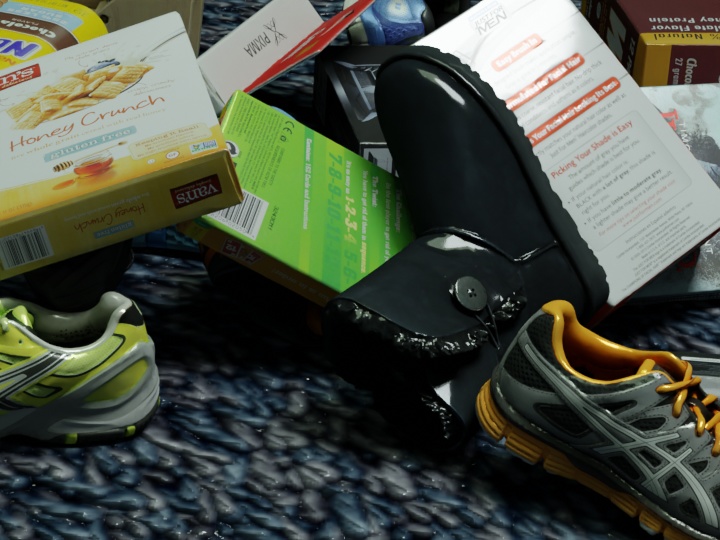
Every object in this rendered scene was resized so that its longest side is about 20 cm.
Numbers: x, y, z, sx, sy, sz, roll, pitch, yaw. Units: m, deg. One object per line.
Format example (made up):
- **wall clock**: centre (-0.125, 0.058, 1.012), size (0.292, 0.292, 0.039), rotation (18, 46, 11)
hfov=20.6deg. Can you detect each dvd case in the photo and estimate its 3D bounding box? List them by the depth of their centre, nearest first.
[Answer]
- **dvd case**: centre (0.193, -0.050, 1.273), size (0.199, 0.147, 0.022), rotation (-3, -18, -15)

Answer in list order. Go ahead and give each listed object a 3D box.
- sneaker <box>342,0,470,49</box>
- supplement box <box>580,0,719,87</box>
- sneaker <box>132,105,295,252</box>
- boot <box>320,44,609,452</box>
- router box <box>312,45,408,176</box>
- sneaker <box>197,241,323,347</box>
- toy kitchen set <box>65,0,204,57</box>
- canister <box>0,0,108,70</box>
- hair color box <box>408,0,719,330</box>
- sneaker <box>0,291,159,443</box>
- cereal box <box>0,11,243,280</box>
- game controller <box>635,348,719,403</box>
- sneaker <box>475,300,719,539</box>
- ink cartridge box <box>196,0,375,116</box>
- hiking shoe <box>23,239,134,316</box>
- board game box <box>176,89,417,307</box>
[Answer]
- **sneaker**: centre (0.052, -0.211, 1.603), size (0.089, 0.079, 0.200), rotation (-7, 22, 17)
- **supplement box**: centre (0.270, -0.134, 1.432), size (0.196, 0.134, 0.200), rotation (0, 26, -7)
- **sneaker**: centre (-0.120, -0.071, 1.324), size (0.199, 0.080, 0.131), rotation (15, 29, 3)
- **boot**: centre (0.036, -0.016, 1.111), size (0.168, 0.201, 0.076), rotation (-35, 0, -41)
- **router box**: centre (0.056, -0.108, 1.446), size (0.156, 0.053, 0.200), rotation (-1, 26, -10)
- **sneaker**: centre (0.000, 0.000, 1.213), size (0.198, 0.078, 0.112), rotation (-1, 37, -6)
- **toy kitchen set**: centre (-0.220, -0.266, 1.589), size (0.198, 0.182, 0.163), rotation (8, 25, 0)
- **canister**: centre (-0.280, -0.136, 1.429), size (0.147, 0.087, 0.200), rotation (10, 25, 12)
- **hair color box**: centre (0.123, -0.076, 1.221), size (0.111, 0.064, 0.200), rotation (-34, 83, -21)
- **sneaker**: centre (-0.208, 0.052, 1.063), size (0.199, 0.077, 0.075), rotation (-8, 30, -19)
- **cereal box**: centre (-0.153, -0.076, 1.126), size (0.143, 0.040, 0.200), rotation (-19, 32, -4)
- **game controller**: centre (0.201, 0.073, 1.122), size (0.198, 0.042, 0.104), rotation (5, 12, 2)
- **sneaker**: centre (0.158, 0.085, 1.018), size (0.199, 0.078, 0.078), rotation (24, 27, 9)
- **ink cartridge box**: centre (-0.072, -0.163, 1.440), size (0.176, 0.045, 0.200), rotation (-32, 10, 30)
- **hiking shoe**: centre (-0.160, -0.018, 1.178), size (0.075, 0.101, 0.200), rotation (-20, 33, 2)
- **board game box**: centre (-0.003, -0.019, 1.156), size (0.199, 0.030, 0.096), rotation (27, 54, -11)
